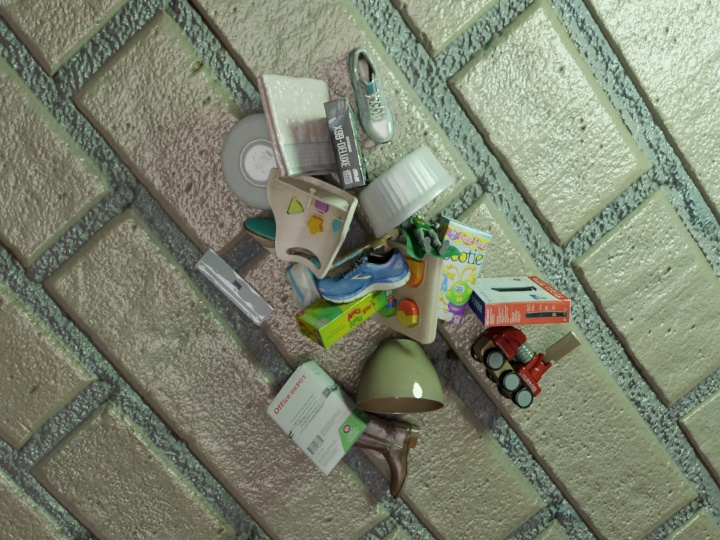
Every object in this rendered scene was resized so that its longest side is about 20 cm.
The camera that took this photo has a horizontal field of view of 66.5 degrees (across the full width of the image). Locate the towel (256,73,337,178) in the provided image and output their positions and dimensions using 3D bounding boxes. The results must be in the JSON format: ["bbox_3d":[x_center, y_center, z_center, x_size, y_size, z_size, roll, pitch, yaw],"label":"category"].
[{"bbox_3d":[-0.113,-0.287,1.093,0.031,0.198,0.198,-9,97,33],"label":"towel"}]

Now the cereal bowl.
[{"bbox_3d":[-0.204,-0.227,1.157,0.192,0.083,0.208,0,102,-1],"label":"cereal bowl"}]

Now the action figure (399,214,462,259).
[{"bbox_3d":[0.128,-0.079,1.142,0.114,0.201,0.056,7,110,-14],"label":"action figure"}]

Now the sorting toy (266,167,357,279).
[{"bbox_3d":[-0.102,-0.087,1.123,0.196,0.106,0.185,25,108,19],"label":"sorting toy"}]

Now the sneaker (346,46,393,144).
[{"bbox_3d":[0.019,-0.362,1.139,0.073,0.087,0.205,-21,103,1],"label":"sneaker"}]

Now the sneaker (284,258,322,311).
[{"bbox_3d":[-0.104,0.073,1.232,0.078,0.077,0.206,-11,109,26],"label":"sneaker"}]

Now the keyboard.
[{"bbox_3d":[-0.284,0.039,1.245,0.056,0.011,0.200,-45,100,1],"label":"keyboard"}]

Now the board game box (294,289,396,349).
[{"bbox_3d":[-0.031,0.075,1.158,0.198,0.100,0.049,-34,120,-26],"label":"board game box"}]

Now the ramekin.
[{"bbox_3d":[0.087,-0.164,1.127,0.198,0.201,0.099,-36,94,5],"label":"ramekin"}]

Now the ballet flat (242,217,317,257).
[{"bbox_3d":[-0.164,-0.061,1.204,0.193,0.069,0.069,12,129,-3],"label":"ballet flat"}]

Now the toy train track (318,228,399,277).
[{"bbox_3d":[-0.002,-0.030,1.184,0.195,0.115,0.033,-28,107,-3],"label":"toy train track"}]

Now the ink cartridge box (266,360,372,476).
[{"bbox_3d":[-0.093,0.327,1.241,0.199,0.084,0.147,42,97,12],"label":"ink cartridge box"}]

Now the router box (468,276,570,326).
[{"bbox_3d":[0.327,0.062,1.177,0.173,0.200,0.051,-2,103,-2],"label":"router box"}]

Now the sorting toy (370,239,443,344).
[{"bbox_3d":[0.087,0.041,1.182,0.036,0.197,0.192,-5,105,-40],"label":"sorting toy"}]

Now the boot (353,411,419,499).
[{"bbox_3d":[0.025,0.429,1.306,0.194,0.064,0.193,16,87,-9],"label":"boot"}]

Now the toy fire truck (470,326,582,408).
[{"bbox_3d":[0.382,0.187,1.254,0.199,0.129,0.177,-41,100,-6],"label":"toy fire truck"}]

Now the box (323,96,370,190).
[{"bbox_3d":[-0.024,-0.244,1.096,0.048,0.200,0.163,-11,97,5],"label":"box"}]

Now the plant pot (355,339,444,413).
[{"bbox_3d":[0.086,0.233,1.224,0.193,0.202,0.139,1,67,-3],"label":"plant pot"}]

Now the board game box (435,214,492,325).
[{"bbox_3d":[0.198,-0.003,1.208,0.100,0.105,0.206,18,100,-6],"label":"board game box"}]

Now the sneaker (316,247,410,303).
[{"bbox_3d":[0.000,0.000,1.123,0.194,0.079,0.091,-18,118,6],"label":"sneaker"}]
